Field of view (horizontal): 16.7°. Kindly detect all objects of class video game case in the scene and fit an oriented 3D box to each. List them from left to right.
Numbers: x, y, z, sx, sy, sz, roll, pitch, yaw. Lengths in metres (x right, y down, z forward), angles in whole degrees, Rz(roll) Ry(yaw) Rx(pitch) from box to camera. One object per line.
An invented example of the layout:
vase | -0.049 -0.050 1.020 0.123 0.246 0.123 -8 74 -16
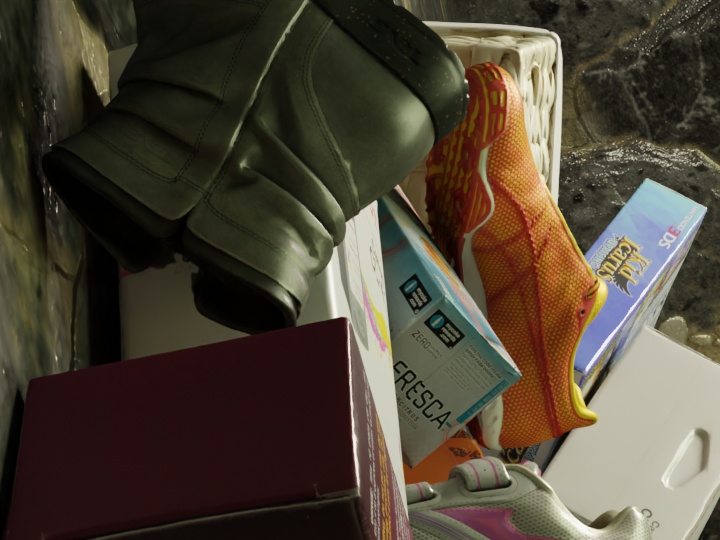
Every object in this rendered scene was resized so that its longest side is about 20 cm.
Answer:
video game case | 0.117 0.067 1.396 0.200 0.045 0.182 -46 161 -51

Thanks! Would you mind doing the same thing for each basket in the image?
basket | 0.037 -0.041 1.390 0.123 0.135 0.201 -18 112 -77

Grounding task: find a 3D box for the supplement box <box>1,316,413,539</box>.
supplement box | -0.033 0.125 0.799 0.086 0.110 0.200 -92 169 -53

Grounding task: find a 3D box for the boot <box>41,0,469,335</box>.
boot | -0.070 -0.075 0.871 0.131 0.200 0.068 -46 167 -27

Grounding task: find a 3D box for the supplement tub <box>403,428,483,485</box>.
supplement tub | 0.034 0.169 1.226 0.200 0.122 0.123 72 11 -46

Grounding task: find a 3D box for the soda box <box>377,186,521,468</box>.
soda box | 0.000 0.000 1.129 0.064 0.068 0.200 45 9 -35

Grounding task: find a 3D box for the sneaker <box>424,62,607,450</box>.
sneaker | 0.075 -0.010 1.162 0.073 0.077 0.201 -119 -162 -57

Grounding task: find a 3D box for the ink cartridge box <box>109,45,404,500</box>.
ink cartridge box | -0.037 0.025 0.953 0.148 0.085 0.201 69 15 -57

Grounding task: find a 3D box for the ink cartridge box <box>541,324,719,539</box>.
ink cartridge box | 0.138 0.150 1.358 0.148 0.085 0.200 -52 164 -38

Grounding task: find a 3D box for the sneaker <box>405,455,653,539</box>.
sneaker | 0.043 0.122 1.092 0.081 0.199 0.089 150 -45 -73
